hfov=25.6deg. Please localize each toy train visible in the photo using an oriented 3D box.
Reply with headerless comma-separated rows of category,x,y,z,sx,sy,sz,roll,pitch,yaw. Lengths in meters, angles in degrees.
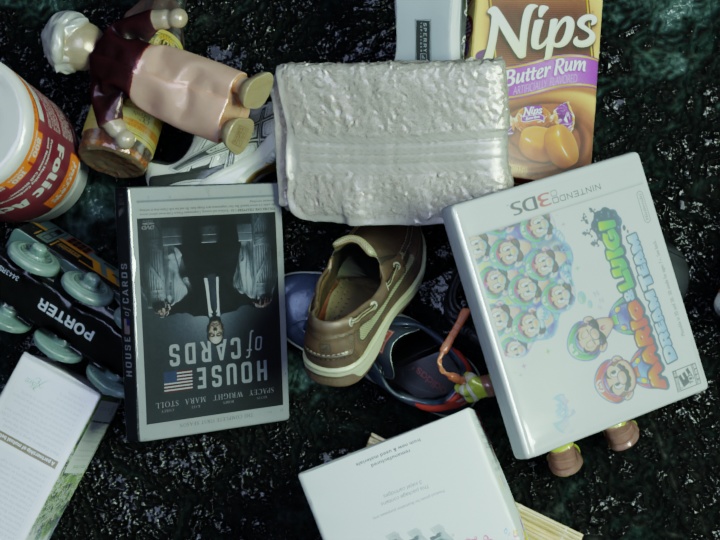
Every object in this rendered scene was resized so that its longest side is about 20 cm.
toy train,-0.226,0.031,1.329,0.200,0.114,0.085,31,110,7

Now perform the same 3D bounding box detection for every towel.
towel,0.023,-0.103,1.264,0.200,0.034,0.133,0,105,20

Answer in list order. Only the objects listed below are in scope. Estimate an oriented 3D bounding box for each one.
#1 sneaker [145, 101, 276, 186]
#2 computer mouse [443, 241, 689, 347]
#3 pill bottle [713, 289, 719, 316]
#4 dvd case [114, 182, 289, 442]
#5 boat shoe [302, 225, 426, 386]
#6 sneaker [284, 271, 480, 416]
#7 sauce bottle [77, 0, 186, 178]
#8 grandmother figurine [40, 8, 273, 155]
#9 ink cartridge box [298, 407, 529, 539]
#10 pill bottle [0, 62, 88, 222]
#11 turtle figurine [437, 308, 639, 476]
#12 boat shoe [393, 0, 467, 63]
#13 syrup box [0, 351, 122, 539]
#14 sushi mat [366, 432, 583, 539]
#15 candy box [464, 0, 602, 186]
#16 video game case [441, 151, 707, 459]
sneaker,-0.098,-0.117,1.355,0.200,0.076,0.088,-39,81,-1
computer mouse,0.167,0.015,1.325,0.200,0.046,0.140,19,84,8
pill bottle,0.380,-0.028,1.276,0.112,0.112,0.200,30,86,9
dvd case,-0.126,0.030,1.283,0.025,0.150,0.200,0,94,50
boat shoe,0.006,0.001,1.277,0.075,0.075,0.202,4,41,15
sneaker,0.009,0.055,1.316,0.200,0.085,0.075,25,86,9
sauce bottle,-0.187,-0.179,1.364,0.066,0.066,0.200,10,70,7
grandmother figurine,-0.176,-0.158,1.291,0.200,0.061,0.121,26,87,18
ink cartridge box,0.060,0.226,1.244,0.145,0.145,0.200,-21,82,4
pill bottle,-0.297,-0.101,1.310,0.114,0.200,0.114,-1,83,6
turtle figurine,0.172,0.076,1.276,0.200,0.064,0.161,-31,112,-14
boat shoe,0.055,-0.171,1.290,0.070,0.066,0.200,6,108,19
syrup box,-0.287,0.176,1.333,0.081,0.079,0.200,28,86,8
sushi mat,0.079,0.221,1.323,0.200,0.012,0.096,25,86,9
candy box,0.136,-0.169,1.328,0.117,0.056,0.200,7,82,-18
video game case,0.169,0.024,1.232,0.182,0.024,0.200,-17,91,-27
